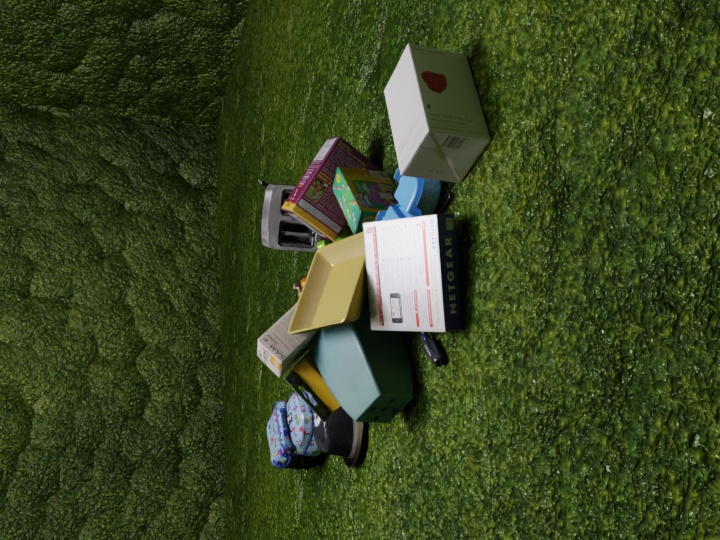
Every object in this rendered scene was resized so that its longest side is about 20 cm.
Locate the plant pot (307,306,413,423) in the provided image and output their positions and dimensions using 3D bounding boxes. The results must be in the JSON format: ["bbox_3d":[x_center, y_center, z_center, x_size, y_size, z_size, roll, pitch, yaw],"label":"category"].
[{"bbox_3d":[0.012,0.194,1.436,0.142,0.141,0.201,-50,46,30],"label":"plant pot"}]

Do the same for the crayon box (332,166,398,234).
[{"bbox_3d":[0.023,-0.145,1.526,0.200,0.118,0.059,-114,34,-52],"label":"crayon box"}]

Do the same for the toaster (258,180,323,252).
[{"bbox_3d":[-0.181,-0.145,1.972,0.119,0.198,0.182,-161,76,-74],"label":"toaster"}]

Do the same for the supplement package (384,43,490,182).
[{"bbox_3d":[0.128,-0.272,1.257,0.120,0.120,0.201,123,145,-52],"label":"supplement package"}]

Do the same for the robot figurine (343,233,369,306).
[{"bbox_3d":[-0.001,0.001,1.554,0.150,0.125,0.200,-51,-2,-35],"label":"robot figurine"}]

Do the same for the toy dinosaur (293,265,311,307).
[{"bbox_3d":[-0.111,0.065,1.642,0.136,0.085,0.201,128,162,-56],"label":"toy dinosaur"}]

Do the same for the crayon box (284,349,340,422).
[{"bbox_3d":[-0.060,0.211,1.534,0.052,0.126,0.200,-41,2,35],"label":"crayon box"}]

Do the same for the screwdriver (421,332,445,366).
[{"bbox_3d":[0.113,0.109,1.360,0.200,0.028,0.029,-117,7,-49],"label":"screwdriver"}]

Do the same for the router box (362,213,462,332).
[{"bbox_3d":[0.089,0.007,1.284,0.179,0.049,0.202,-2,93,45],"label":"router box"}]

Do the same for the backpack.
[{"bbox_3d":[-0.155,0.406,1.901,0.200,0.134,0.183,119,147,-44],"label":"backpack"}]

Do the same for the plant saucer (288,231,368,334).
[{"bbox_3d":[-0.043,0.033,1.410,0.199,0.048,0.201,-18,47,52],"label":"plant saucer"}]

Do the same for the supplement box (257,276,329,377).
[{"bbox_3d":[-0.121,0.119,1.516,0.073,0.200,0.126,43,158,9],"label":"supplement box"}]

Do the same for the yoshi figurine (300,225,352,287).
[{"bbox_3d":[-0.059,-0.029,1.739,0.200,0.112,0.112,-52,-1,21],"label":"yoshi figurine"}]

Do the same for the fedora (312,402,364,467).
[{"bbox_3d":[-0.058,0.359,1.694,0.200,0.091,0.202,-176,90,-70],"label":"fedora"}]

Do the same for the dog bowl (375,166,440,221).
[{"bbox_3d":[0.088,-0.112,1.368,0.201,0.049,0.112,-66,32,26],"label":"dog bowl"}]

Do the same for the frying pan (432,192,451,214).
[{"bbox_3d":[0.123,-0.070,1.377,0.190,0.031,0.116,153,117,-70],"label":"frying pan"}]

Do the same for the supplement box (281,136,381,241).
[{"bbox_3d":[-0.067,-0.186,1.652,0.201,0.131,0.103,-56,20,-4],"label":"supplement box"}]
